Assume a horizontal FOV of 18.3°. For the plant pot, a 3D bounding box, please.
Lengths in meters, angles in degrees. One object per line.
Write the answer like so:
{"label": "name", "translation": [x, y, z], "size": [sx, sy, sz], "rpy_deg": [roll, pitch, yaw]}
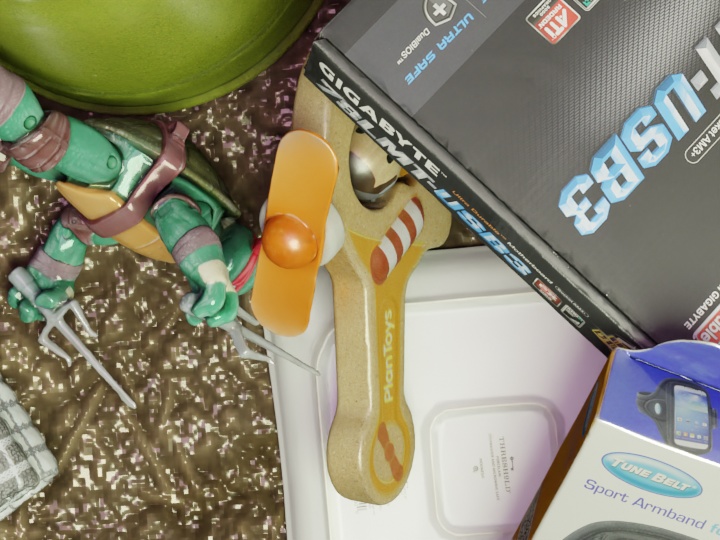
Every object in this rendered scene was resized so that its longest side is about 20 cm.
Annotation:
{"label": "plant pot", "translation": [-0.113, -0.168, 0.913], "size": [0.200, 0.193, 0.201], "rpy_deg": [0, 91, 7]}

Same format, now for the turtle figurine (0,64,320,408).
{"label": "turtle figurine", "translation": [-0.107, -0.022, 0.960], "size": [0.200, 0.150, 0.101], "rpy_deg": [36, 60, -24]}

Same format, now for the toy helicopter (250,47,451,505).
{"label": "toy helicopter", "translation": [0.000, 0.000, 0.916], "size": [0.079, 0.132, 0.200], "rpy_deg": [4, 100, 28]}

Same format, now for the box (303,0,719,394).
{"label": "box", "translation": [0.116, -0.081, 0.854], "size": [0.198, 0.050, 0.200], "rpy_deg": [44, 75, 5]}

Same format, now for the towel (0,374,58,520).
{"label": "towel", "translation": [-0.258, 0.081, 0.986], "size": [0.200, 0.086, 0.166], "rpy_deg": [-36, 86, 6]}

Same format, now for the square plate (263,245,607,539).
{"label": "square plate", "translation": [0.060, 0.087, 0.980], "size": [0.198, 0.028, 0.200], "rpy_deg": [-5, 90, 6]}

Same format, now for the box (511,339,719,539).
{"label": "box", "translation": [0.123, 0.105, 0.836], "size": [0.119, 0.200, 0.042], "rpy_deg": [20, 51, 1]}
